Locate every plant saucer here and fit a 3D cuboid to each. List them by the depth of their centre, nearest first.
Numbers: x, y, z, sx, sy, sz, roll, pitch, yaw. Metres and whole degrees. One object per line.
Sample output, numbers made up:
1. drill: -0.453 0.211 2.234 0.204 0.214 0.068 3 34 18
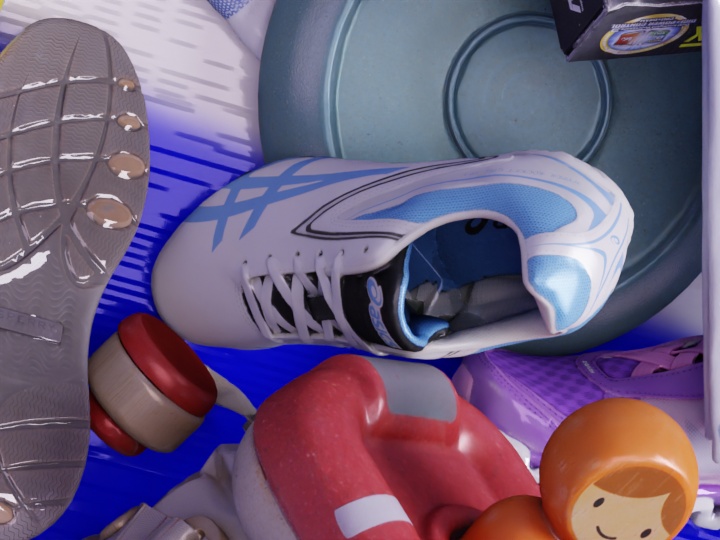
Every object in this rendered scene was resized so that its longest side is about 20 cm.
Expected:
1. plant saucer: 0.061 -0.064 0.962 0.198 0.027 0.202 -1 96 -10

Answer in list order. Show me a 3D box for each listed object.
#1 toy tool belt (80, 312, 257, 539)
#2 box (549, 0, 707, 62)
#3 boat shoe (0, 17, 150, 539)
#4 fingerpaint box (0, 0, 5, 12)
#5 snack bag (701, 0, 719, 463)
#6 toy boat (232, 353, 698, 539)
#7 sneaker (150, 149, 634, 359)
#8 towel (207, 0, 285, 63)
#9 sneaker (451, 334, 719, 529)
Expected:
1. toy tool belt: -0.063 0.128 0.917 0.123 0.125 0.200 -43 73 9
2. box: 0.130 -0.178 0.910 0.159 0.044 0.202 -7 72 -18
3. boat shoe: -0.130 0.003 0.926 0.075 0.072 0.201 23 66 -25
4. fingerpaint box: -0.200 -0.137 0.910 0.166 0.073 0.201 19 89 -9
5. snack bag: 0.209 -0.035 0.899 0.198 0.021 0.190 -12 118 -16
6. toy boat: 0.058 0.095 0.833 0.131 0.130 0.201 -46 60 23
7. sneaker: 0.000 0.000 0.905 0.073 0.199 0.072 -47 121 -48
8. towel: 0.053 -0.088 0.983 0.147 0.024 0.200 -44 99 -5
9. sneaker: 0.131 0.051 0.964 0.199 0.081 0.089 14 111 -15
